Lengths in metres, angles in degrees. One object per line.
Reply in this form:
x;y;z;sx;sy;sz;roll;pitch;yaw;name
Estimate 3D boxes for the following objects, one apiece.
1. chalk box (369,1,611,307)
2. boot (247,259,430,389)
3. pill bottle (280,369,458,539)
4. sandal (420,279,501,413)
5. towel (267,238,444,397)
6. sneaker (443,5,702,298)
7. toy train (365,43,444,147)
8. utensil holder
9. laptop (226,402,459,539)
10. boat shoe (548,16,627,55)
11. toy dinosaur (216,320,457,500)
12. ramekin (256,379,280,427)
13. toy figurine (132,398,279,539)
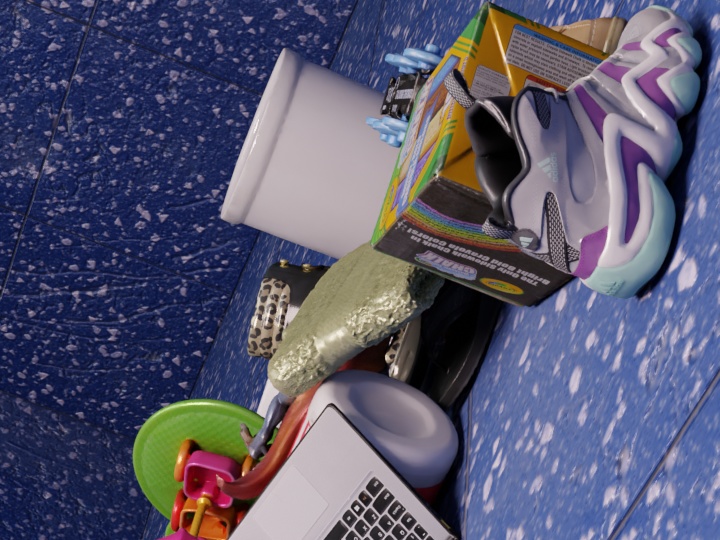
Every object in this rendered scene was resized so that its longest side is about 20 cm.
0.090;-0.063;1.102;0.200;0.124;0.125;136;153;-70;chalk box
0.000;0.000;1.416;0.074;0.152;0.206;61;-136;-70;boot
-0.014;0.183;1.232;0.113;0.111;0.202;-87;19;-66;pill bottle
0.080;0.010;1.257;0.075;0.047;0.202;-131;62;-81;sandal
0.012;0.014;1.246;0.148;0.037;0.200;-33;12;25;towel
0.113;-0.092;0.949;0.078;0.139;0.201;121;167;-51;sneaker
0.073;-0.137;1.438;0.200;0.113;0.088;-147;76;-82;toy train
-0.012;-0.094;1.594;0.170;0.198;0.172;-160;90;-81;utensil holder
-0.029;0.232;1.115;0.188;0.200;0.116;-53;-19;26;laptop
0.134;-0.138;1.202;0.200;0.064;0.072;140;150;-74;boat shoe
-0.002;0.091;1.292;0.182;0.105;0.200;-49;6;21;toy dinosaur
-0.032;0.120;1.560;0.200;0.097;0.203;-160;90;-82;ramekin
-0.137;0.236;1.331;0.185;0.148;0.202;-71;-7;-53;toy figurine
